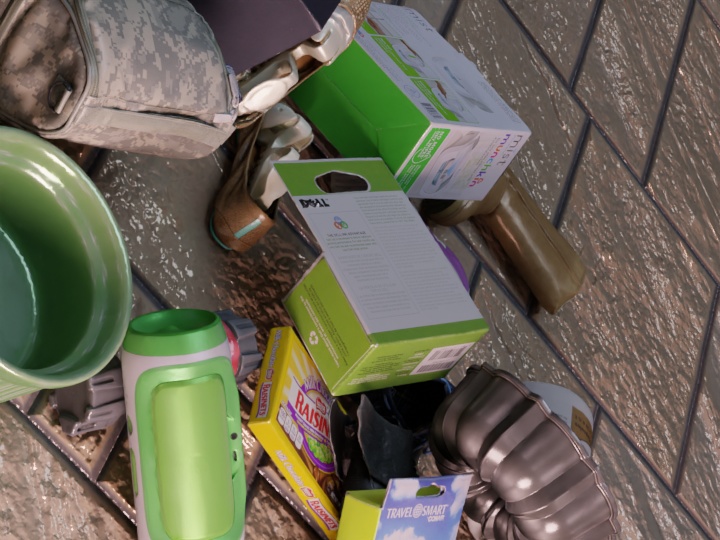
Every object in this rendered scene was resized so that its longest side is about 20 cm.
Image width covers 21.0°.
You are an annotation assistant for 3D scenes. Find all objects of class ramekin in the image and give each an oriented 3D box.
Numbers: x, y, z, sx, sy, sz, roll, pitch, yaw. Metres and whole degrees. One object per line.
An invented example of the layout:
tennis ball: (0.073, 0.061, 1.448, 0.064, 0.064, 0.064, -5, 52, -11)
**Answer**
ramekin: (-0.274, 0.003, 1.439, 0.200, 0.097, 0.201, 29, 49, -41)

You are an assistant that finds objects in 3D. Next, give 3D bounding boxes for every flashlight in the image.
flashlight: (-0.164, 0.076, 1.568, 0.200, 0.068, 0.068, -9, 63, -54)

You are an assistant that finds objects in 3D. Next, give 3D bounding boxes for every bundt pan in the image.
bundt pan: (0.133, 0.183, 1.706, 0.076, 0.202, 0.202, -36, 103, -19)

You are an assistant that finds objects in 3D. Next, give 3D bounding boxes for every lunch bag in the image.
lunch bag: (-0.206, -0.164, 1.540, 0.168, 0.140, 0.200, 48, 23, 27)

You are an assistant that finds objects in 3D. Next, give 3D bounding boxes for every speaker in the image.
speaker: (-0.136, 0.135, 1.500, 0.088, 0.088, 0.201, -25, 115, -55)

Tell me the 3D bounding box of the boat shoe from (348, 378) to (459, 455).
boat shoe: (0.051, 0.130, 1.790, 0.200, 0.068, 0.084, 23, 92, -52)

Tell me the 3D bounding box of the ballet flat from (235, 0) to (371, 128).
ballet flat: (-0.058, -0.193, 1.760, 0.071, 0.200, 0.065, 51, -4, -37)

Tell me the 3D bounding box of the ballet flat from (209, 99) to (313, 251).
ballet flat: (-0.082, -0.103, 1.770, 0.068, 0.072, 0.200, 45, 40, -26)

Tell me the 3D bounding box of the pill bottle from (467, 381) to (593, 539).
pill bottle: (0.162, 0.218, 1.872, 0.114, 0.114, 0.201, 40, 43, -32)

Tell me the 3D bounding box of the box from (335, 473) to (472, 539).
box: (0.023, 0.263, 1.638, 0.122, 0.048, 0.201, 3, 102, -52)

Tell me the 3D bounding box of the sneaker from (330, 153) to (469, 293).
sneaker: (0.042, -0.032, 1.912, 0.201, 0.072, 0.114, 61, 15, 2)

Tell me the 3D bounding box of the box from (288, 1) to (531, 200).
box: (0.037, -0.169, 1.874, 0.200, 0.097, 0.176, 48, 27, 25)

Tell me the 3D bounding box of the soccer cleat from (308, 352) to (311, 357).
soccer cleat: (0.019, 0.073, 1.824, 0.200, 0.068, 0.074, 29, 78, -51)

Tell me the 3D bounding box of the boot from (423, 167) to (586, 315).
boot: (0.160, -0.036, 2.057, 0.200, 0.066, 0.175, 55, 37, -18)

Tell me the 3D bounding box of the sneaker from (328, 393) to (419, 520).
sneaker: (0.028, 0.178, 1.712, 0.200, 0.060, 0.105, 26, 64, -59)

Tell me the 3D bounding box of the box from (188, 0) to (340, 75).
box: (-0.106, -0.258, 1.718, 0.104, 0.199, 0.182, 53, 38, -19)

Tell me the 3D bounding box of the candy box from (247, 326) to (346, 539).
candy box: (-0.038, 0.149, 1.677, 0.200, 0.026, 0.103, 59, 29, -43)

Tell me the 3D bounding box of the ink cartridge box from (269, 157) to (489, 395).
ink cartridge box: (0.000, 0.000, 1.708, 0.147, 0.076, 0.200, -5, 56, -44)
